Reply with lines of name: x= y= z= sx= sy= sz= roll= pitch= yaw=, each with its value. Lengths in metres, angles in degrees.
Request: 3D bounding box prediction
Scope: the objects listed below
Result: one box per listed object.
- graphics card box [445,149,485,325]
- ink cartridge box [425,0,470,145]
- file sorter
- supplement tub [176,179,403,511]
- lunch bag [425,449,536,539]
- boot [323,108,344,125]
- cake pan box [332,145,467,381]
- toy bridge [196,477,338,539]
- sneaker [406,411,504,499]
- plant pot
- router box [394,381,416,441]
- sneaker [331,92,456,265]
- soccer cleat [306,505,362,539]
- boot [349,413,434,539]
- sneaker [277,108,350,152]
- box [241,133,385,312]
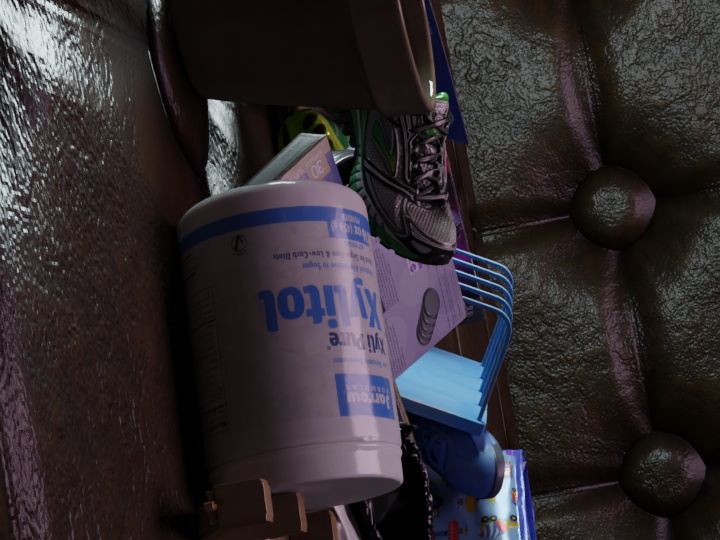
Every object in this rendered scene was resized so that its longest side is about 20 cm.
graphics card box: x=0.049 y=-0.029 z=1.997 sx=0.051 sy=0.125 sz=0.200 roll=-100 pitch=176 yaw=-62
ink cartridge box: x=-0.003 y=-0.204 z=1.757 sx=0.041 sy=0.200 sz=0.200 roll=-45 pitch=140 yaw=-22
file sorter: x=0.074 y=0.056 z=1.867 sx=0.200 sy=0.138 sz=0.123 roll=-70 pitch=179 yaw=-76
supplement tub: x=-0.047 y=0.052 z=1.272 sx=0.132 sy=0.132 sz=0.201 roll=50 pitch=29 yaw=-73
lunch bag: x=0.090 y=0.247 z=1.852 sx=0.094 sy=0.150 sz=0.200 roll=70 pitch=13 yaw=-48
boot: x=-0.042 y=-0.170 z=1.673 sx=0.200 sy=0.073 sz=0.096 roll=46 pitch=34 yaw=-25
cake pan box: x=0.000 y=0.000 z=1.597 sx=0.184 sy=0.052 sz=0.200 roll=-42 pitch=128 yaw=-39
toy bridge: x=-0.068 y=0.159 z=1.214 sx=0.200 sy=0.067 sz=0.027 roll=46 pitch=34 yaw=-72
sneaker: x=0.064 y=0.162 z=1.844 sx=0.200 sy=0.078 sz=0.066 roll=40 pitch=-61 yaw=54
plant pot: x=-0.046 y=-0.200 z=1.440 sx=0.200 sy=0.173 sz=0.201 roll=-11 pitch=90 yaw=-81
router box: x=0.015 y=0.187 z=1.731 sx=0.150 sy=0.062 sz=0.200 roll=-90 pitch=166 yaw=-48
sneaker: x=0.035 y=-0.095 z=1.512 sx=0.078 sy=0.085 sz=0.200 roll=7 pitch=57 yaw=-42
soccer cleat: x=-0.017 y=0.234 z=1.466 sx=0.078 sy=0.069 sz=0.201 roll=-82 pitch=157 yaw=-73
boot: x=0.028 y=0.209 z=1.529 sx=0.162 sy=0.073 sz=0.199 roll=-166 pitch=-116 yaw=-82
sneaker: x=0.000 y=-0.057 z=1.725 sx=0.084 sy=0.074 sz=0.200 roll=-12 pitch=76 yaw=-61
box: x=-0.040 y=0.010 z=1.486 sx=0.121 sy=0.032 sz=0.200 roll=-47 pitch=131 yaw=-39
